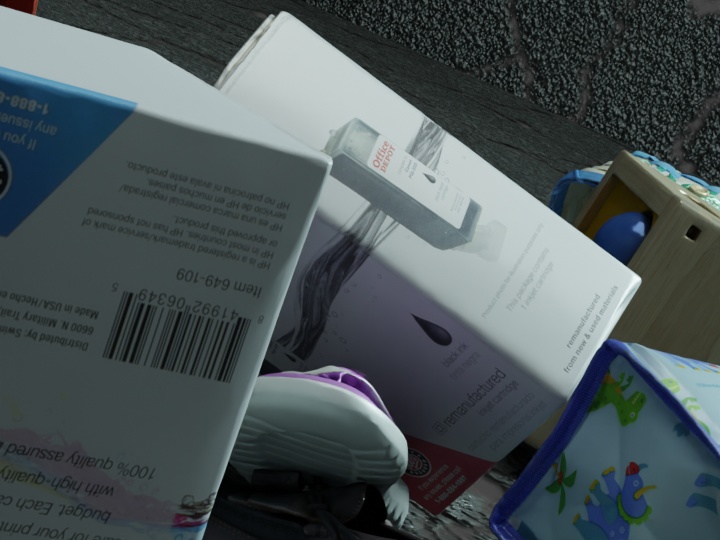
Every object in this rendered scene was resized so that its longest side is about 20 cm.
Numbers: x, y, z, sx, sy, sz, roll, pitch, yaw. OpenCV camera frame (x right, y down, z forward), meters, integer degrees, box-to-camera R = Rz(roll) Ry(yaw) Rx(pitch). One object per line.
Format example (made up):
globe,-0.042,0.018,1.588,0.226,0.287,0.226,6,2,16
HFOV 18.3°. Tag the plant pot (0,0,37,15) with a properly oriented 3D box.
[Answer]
plant pot,-0.385,-0.281,1.815,0.176,0.201,0.199,13,4,37

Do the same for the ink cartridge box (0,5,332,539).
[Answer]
ink cartridge box,-0.130,0.024,0.698,0.146,0.201,0.146,14,11,-32

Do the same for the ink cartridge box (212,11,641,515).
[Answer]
ink cartridge box,0.000,0.000,0.997,0.200,0.146,0.085,38,55,-2

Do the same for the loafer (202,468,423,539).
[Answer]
loafer,0.010,0.113,0.893,0.199,0.063,0.072,24,10,14

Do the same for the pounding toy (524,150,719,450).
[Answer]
pounding toy,0.136,0.031,1.295,0.142,0.185,0.200,31,9,-11

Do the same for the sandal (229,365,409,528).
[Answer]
sandal,-0.017,0.064,0.926,0.082,0.050,0.203,11,-18,5

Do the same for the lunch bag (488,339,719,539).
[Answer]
lunch bag,0.180,0.137,0.921,0.170,0.128,0.200,10,26,-45

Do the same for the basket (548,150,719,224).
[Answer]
basket,0.194,0.003,1.646,0.176,0.140,0.200,25,46,26
